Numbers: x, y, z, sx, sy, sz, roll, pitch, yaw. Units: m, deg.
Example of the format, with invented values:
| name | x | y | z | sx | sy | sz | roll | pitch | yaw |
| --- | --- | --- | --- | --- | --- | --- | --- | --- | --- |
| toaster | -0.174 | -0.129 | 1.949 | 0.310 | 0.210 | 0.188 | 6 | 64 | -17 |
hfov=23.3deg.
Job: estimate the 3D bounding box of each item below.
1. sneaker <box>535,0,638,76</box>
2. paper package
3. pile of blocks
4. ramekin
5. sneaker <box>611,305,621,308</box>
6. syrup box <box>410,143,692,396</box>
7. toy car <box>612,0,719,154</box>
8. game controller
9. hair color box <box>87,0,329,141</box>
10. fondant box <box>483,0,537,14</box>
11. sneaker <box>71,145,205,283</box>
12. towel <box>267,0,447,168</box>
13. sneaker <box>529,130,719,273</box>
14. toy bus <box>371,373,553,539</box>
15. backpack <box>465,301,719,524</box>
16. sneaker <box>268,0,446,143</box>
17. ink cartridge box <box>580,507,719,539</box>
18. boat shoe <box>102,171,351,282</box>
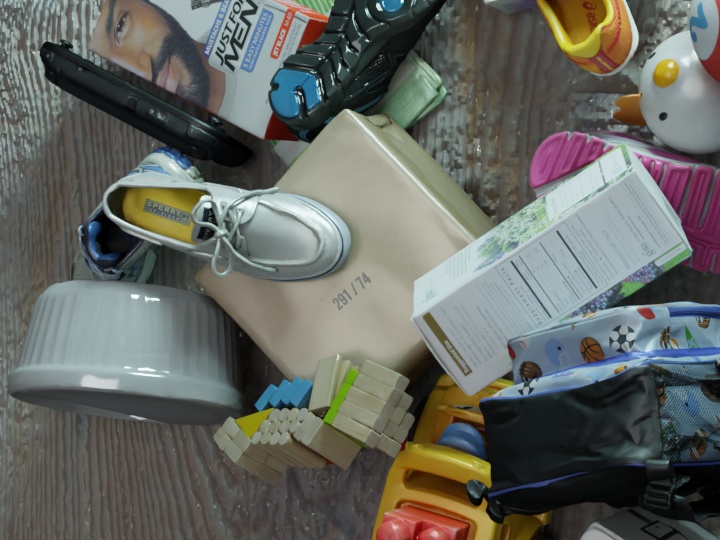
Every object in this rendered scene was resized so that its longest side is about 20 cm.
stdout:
| name | x | y | z | sx | sy | sz | roll | pitch | yaw |
| --- | --- | --- | --- | --- | --- | --- | --- | --- | --- |
| sneaker | 0.153 | -0.242 | 1.328 | 0.073 | 0.077 | 0.201 | -34 | 62 | 20 |
| paper package | 0.000 | 0.000 | 1.426 | 0.191 | 0.103 | 0.200 | 46 | 106 | 11 |
| pile of blocks | -0.025 | 0.120 | 1.364 | 0.199 | 0.062 | 0.083 | -14 | 52 | 41 |
| ramekin | -0.193 | 0.070 | 1.471 | 0.201 | 0.202 | 0.095 | -1 | 77 | 22 |
| sneaker | 0.256 | 0.085 | 1.353 | 0.199 | 0.087 | 0.075 | 12 | 48 | 8 |
| syrup box | 0.138 | -0.001 | 1.294 | 0.199 | 0.079 | 0.082 | -35 | 103 | 13 |
| toy car | 0.265 | -0.149 | 1.304 | 0.199 | 0.176 | 0.186 | -26 | 63 | 35 |
| game controller | -0.187 | -0.145 | 1.518 | 0.199 | 0.104 | 0.042 | 29 | 99 | 21 |
| hair color box | -0.127 | -0.200 | 1.494 | 0.199 | 0.064 | 0.112 | 28 | 104 | 26 |
| fondant box | 0.158 | -0.323 | 1.407 | 0.143 | 0.058 | 0.201 | -12 | 83 | 22 |
| sneaker | -0.215 | -0.028 | 1.505 | 0.077 | 0.085 | 0.200 | 43 | 133 | 5 |
| towel | -0.037 | -0.176 | 1.503 | 0.152 | 0.023 | 0.200 | -43 | 75 | 17 |
| sneaker | 0.229 | -0.064 | 1.357 | 0.199 | 0.088 | 0.082 | 23 | 107 | -1 |
| toy bus | 0.070 | 0.184 | 1.355 | 0.135 | 0.192 | 0.201 | 14 | 92 | 24 |
| backpack | 0.198 | 0.103 | 1.219 | 0.199 | 0.190 | 0.155 | -12 | 73 | 51 |
| sneaker | 0.006 | -0.189 | 1.438 | 0.200 | 0.082 | 0.073 | -45 | 64 | -3 |
| ink cartridge box | 0.194 | 0.258 | 1.293 | 0.084 | 0.200 | 0.147 | 32 | 100 | 20 |
| boat shoe | -0.110 | -0.037 | 1.362 | 0.201 | 0.086 | 0.075 | 17 | 99 | 14 |
